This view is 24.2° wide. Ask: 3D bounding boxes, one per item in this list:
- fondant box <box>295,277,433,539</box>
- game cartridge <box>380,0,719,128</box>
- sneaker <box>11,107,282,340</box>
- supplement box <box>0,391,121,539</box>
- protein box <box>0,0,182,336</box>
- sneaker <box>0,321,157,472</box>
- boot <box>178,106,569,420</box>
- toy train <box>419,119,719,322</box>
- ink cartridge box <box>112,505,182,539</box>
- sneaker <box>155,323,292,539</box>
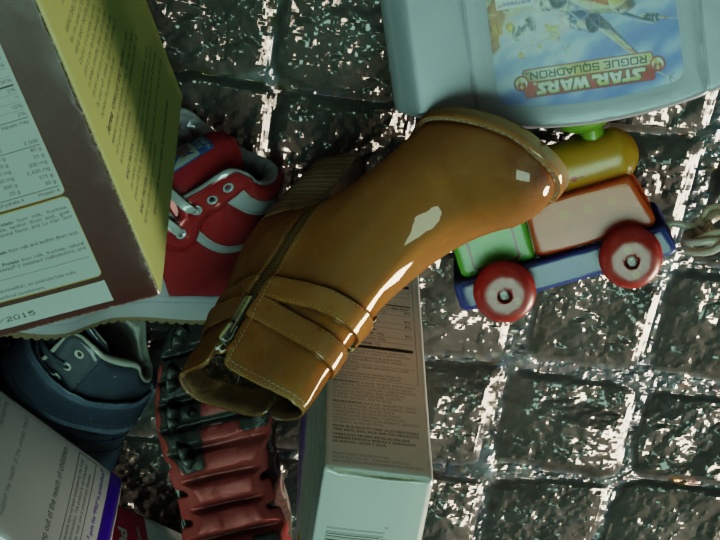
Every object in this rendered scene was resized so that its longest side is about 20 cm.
[{"bbox_3d":[-0.002,0.102,0.930,0.058,0.200,0.145,7,123,-4],"label":"fondant box"},{"bbox_3d":[0.109,-0.141,0.847,0.199,0.042,0.134,-8,96,3],"label":"game cartridge"},{"bbox_3d":[-0.130,-0.027,0.889,0.199,0.071,0.113,-4,128,-41],"label":"sneaker"},{"bbox_3d":[-0.239,0.115,0.897,0.101,0.104,0.200,-38,117,24],"label":"supplement box"},{"bbox_3d":[-0.183,-0.105,0.790,0.134,0.199,0.201,-14,123,7],"label":"protein box"},{"bbox_3d":[-0.215,0.050,0.960,0.201,0.077,0.146,22,126,-20],"label":"sneaker"},{"bbox_3d":[0.000,0.000,0.832,0.199,0.156,0.077,-3,135,45],"label":"boot"},{"bbox_3d":[0.136,-0.056,0.909,0.199,0.085,0.116,-16,109,9],"label":"toy train"},{"bbox_3d":[-0.143,0.237,1.050,0.145,0.084,0.200,-36,136,21],"label":"ink cartridge box"},{"bbox_3d":[-0.081,0.114,1.001,0.070,0.098,0.202,-9,93,-5],"label":"sneaker"}]
